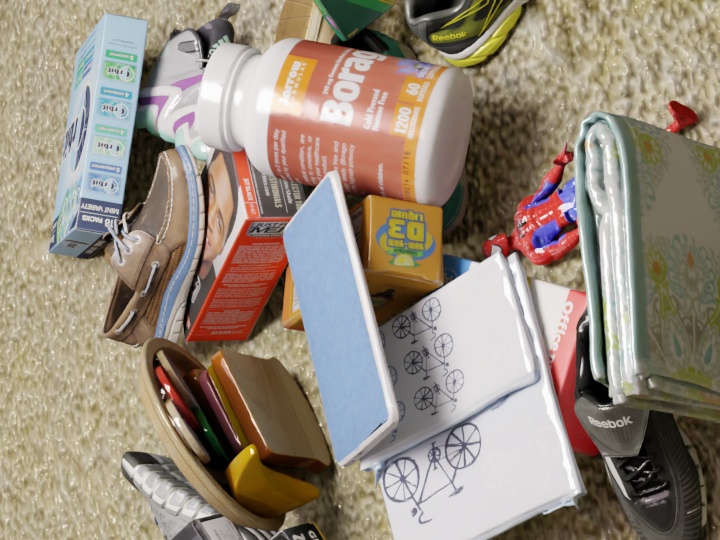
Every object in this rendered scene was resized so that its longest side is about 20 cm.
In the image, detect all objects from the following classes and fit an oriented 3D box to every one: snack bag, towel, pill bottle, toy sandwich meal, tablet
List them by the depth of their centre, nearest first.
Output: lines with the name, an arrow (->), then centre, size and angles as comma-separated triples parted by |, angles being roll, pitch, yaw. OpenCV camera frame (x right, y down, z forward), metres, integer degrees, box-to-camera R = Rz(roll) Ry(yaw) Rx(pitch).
towel -> 0.217, 0.002, 1.395 | 0.048, 0.171, 0.201 | -15, 69, 42
snack bag -> 0.069, 0.113, 1.516 | 0.188, 0.021, 0.201 | -32, 61, 34
tablet -> -0.016, 0.038, 1.551 | 0.130, 0.014, 0.201 | 133, 127, -61
pill bottle -> -0.021, -0.119, 1.592 | 0.199, 0.112, 0.113 | 12, 87, 16
toy sandwich meal -> -0.099, 0.123, 1.647 | 0.070, 0.205, 0.206 | -35, 55, 11

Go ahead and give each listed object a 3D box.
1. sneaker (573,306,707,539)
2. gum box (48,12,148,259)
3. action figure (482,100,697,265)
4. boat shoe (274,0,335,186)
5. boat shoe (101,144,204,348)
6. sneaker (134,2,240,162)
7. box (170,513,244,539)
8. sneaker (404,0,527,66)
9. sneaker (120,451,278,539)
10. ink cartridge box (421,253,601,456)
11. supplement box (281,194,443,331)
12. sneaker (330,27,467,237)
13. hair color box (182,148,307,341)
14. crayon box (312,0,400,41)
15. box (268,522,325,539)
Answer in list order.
sneaker -> 0.187, 0.111, 1.420 | 0.066, 0.090, 0.201 | -14, 88, 27
gum box -> -0.246, -0.121, 1.900 | 0.170, 0.044, 0.201 | 159, 118, -72
action figure -> 0.169, -0.057, 1.545 | 0.200, 0.052, 0.066 | -34, 61, 35
boat shoe -> -0.035, -0.169, 1.752 | 0.074, 0.069, 0.201 | 16, 96, 65
boat shoe -> -0.180, -0.015, 1.735 | 0.072, 0.072, 0.201 | -121, 36, -53
sneaker -> -0.127, -0.170, 1.832 | 0.200, 0.078, 0.141 | 26, 97, 44
box -> -0.127, 0.329, 1.619 | 0.200, 0.050, 0.199 | -43, 69, 27
sneaker -> 0.112, -0.252, 1.623 | 0.200, 0.084, 0.075 | -56, 49, 17
sneaker -> -0.156, 0.240, 1.752 | 0.200, 0.075, 0.116 | 29, 102, 43
ink cartridge box -> 0.131, 0.065, 1.531 | 0.199, 0.067, 0.117 | 16, 90, 44
supplement box -> 0.000, 0.000, 1.618 | 0.200, 0.066, 0.069 | 151, 126, -65
sneaker -> 0.023, -0.115, 1.671 | 0.071, 0.080, 0.201 | -38, 56, 27
hair color box -> -0.105, -0.031, 1.726 | 0.200, 0.061, 0.102 | 121, 142, -52
crayon box -> 0.030, -0.293, 1.642 | 0.200, 0.119, 0.058 | -38, 51, 1
box -> -0.072, 0.324, 1.638 | 0.200, 0.049, 0.160 | -44, 71, 26
